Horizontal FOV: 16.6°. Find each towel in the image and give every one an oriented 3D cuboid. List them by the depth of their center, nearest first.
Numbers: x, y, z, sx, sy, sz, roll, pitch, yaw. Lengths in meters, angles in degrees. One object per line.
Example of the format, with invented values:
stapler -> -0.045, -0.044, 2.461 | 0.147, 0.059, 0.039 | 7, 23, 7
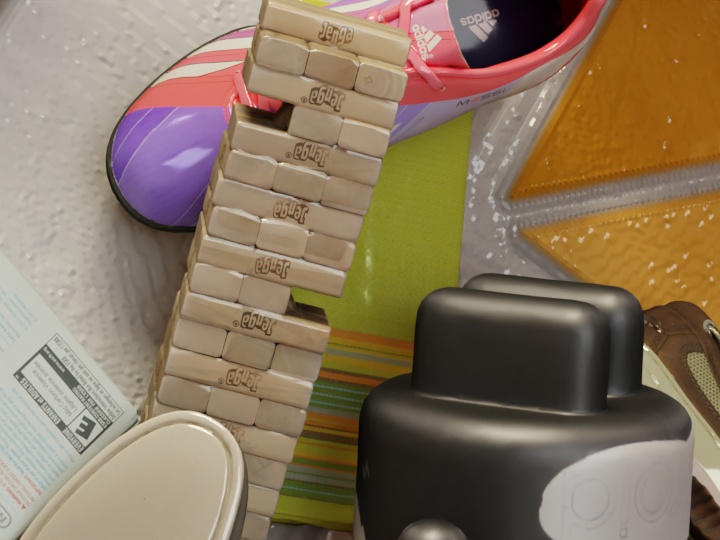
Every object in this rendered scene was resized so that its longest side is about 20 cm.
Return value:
towel -> 0.000, 0.000, 0.952 | 0.085, 0.018, 0.202 | 11, 77, -27

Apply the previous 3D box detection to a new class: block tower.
block tower -> -0.036, 0.008, 0.865 | 0.057, 0.054, 0.202 | 14, 100, -7

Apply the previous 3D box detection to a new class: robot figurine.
robot figurine -> 0.055, 0.105, 0.889 | 0.149, 0.125, 0.202 | -2, 100, -28

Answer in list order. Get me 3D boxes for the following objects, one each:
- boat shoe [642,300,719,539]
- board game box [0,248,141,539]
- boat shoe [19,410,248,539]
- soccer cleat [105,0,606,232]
boat shoe -> 0.158, 0.104, 0.980 | 0.075, 0.075, 0.203 | -30, 96, -32
board game box -> -0.195, 0.064, 0.823 | 0.200, 0.064, 0.148 | -44, 101, -25
boat shoe -> -0.097, 0.138, 0.837 | 0.067, 0.057, 0.201 | 29, 89, 13
soccer cleat -> 0.000, -0.073, 0.908 | 0.199, 0.073, 0.069 | -22, 88, -19
